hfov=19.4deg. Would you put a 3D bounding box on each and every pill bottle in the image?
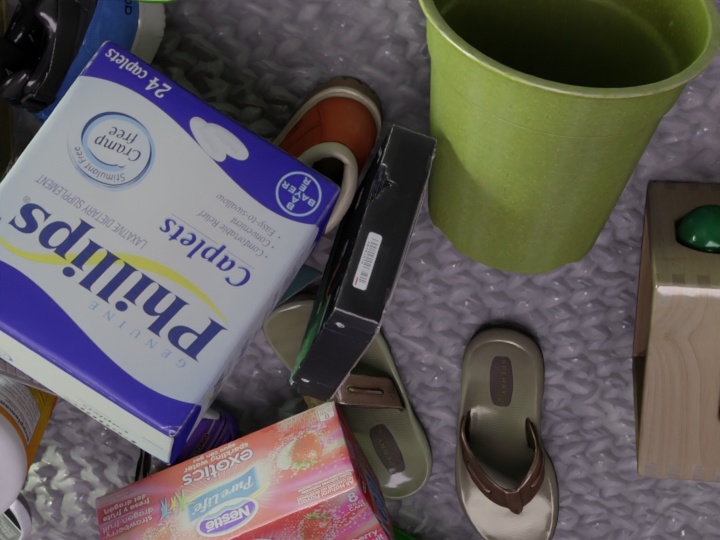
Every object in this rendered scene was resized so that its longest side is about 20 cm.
[{"bbox_3d":[-0.293,0.119,1.553,0.111,0.200,0.111,3,119,5],"label":"pill bottle"}]

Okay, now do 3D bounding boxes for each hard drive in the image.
[{"bbox_3d":[0.000,0.000,1.441,0.038,0.140,0.200,20,159,-5],"label":"hard drive"}]

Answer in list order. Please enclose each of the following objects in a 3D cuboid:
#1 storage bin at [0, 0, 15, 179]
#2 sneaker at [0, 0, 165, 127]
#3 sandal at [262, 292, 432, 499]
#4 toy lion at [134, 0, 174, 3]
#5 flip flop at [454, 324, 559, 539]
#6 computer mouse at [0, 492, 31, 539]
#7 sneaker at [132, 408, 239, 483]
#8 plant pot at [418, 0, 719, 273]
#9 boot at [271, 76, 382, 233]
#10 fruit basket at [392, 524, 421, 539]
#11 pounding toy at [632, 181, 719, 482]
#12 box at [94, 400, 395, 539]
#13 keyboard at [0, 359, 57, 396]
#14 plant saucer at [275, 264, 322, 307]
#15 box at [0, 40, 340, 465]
[{"bbox_3d":[-0.302,-0.118,1.423,0.094,0.200,0.199,3,119,3],"label":"storage bin"},{"bbox_3d":[-0.216,-0.112,1.465,0.111,0.077,0.200,2,122,-36],"label":"sneaker"},{"bbox_3d":[-0.003,0.098,1.594,0.080,0.057,0.201,-25,114,18],"label":"sandal"},{"bbox_3d":[-0.104,-0.262,1.394,0.192,0.069,0.200,28,106,-17],"label":"toy lion"},{"bbox_3d":[0.111,0.137,1.604,0.081,0.058,0.200,0,119,5],"label":"flip flop"},{"bbox_3d":[-0.320,0.202,1.673,0.200,0.044,0.110,-26,109,40],"label":"computer mouse"},{"bbox_3d":[-0.142,0.192,1.653,0.083,0.081,0.200,10,123,-14],"label":"sneaker"},{"bbox_3d":[0.119,-0.104,1.411,0.200,0.200,0.190,11,131,-1],"label":"plant pot"},{"bbox_3d":[-0.058,-0.038,1.498,0.075,0.107,0.200,29,120,-13],"label":"boot"},{"bbox_3d":[0.032,0.323,1.677,0.215,0.156,0.216,-1,104,-4],"label":"fruit basket"},{"bbox_3d":[0.267,0.031,1.458,0.142,0.184,0.200,3,119,4],"label":"pounding toy"},{"bbox_3d":[-0.084,0.193,1.562,0.200,0.095,0.103,-22,130,4],"label":"box"},{"bbox_3d":[-0.266,0.051,1.532,0.011,0.056,0.200,-31,151,20],"label":"keyboard"},{"bbox_3d":[-0.107,0.047,1.533,0.019,0.070,0.200,55,137,-1],"label":"plant saucer"},{"bbox_3d":[-0.143,-0.010,1.361,0.184,0.105,0.200,32,74,0],"label":"box"}]
